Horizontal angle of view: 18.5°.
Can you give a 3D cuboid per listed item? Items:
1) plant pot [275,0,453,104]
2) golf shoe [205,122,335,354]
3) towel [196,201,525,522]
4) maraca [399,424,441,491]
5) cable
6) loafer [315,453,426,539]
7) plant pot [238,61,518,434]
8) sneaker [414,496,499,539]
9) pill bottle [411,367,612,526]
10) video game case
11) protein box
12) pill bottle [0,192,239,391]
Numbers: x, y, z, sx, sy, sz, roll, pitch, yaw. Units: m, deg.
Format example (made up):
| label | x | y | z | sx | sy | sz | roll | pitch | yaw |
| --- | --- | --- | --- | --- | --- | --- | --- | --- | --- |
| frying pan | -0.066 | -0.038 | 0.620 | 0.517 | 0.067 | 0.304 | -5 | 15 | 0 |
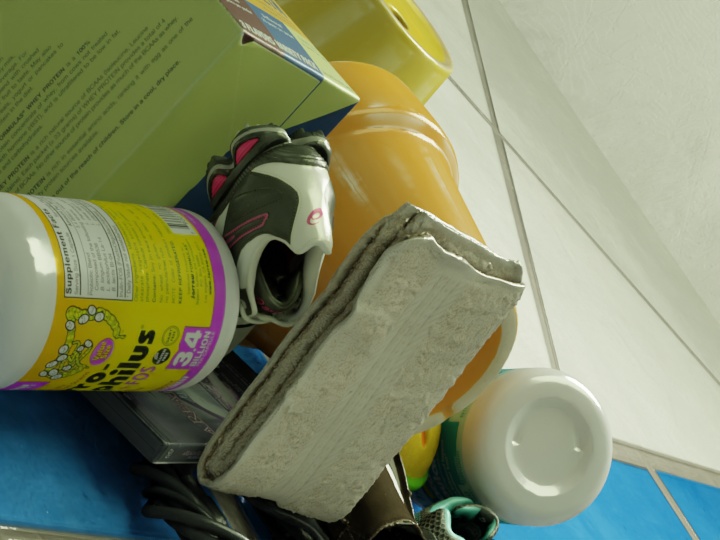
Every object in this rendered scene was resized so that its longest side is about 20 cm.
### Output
| label | x | y | z | sx | sy | sz | roll | pitch | yaw |
| --- | --- | --- | --- | --- | --- | --- | --- | --- | --- |
| plant pot | -0.034 | -0.161 | 1.863 | 0.201 | 0.189 | 0.201 | 47 | 17 | -18 |
| golf shoe | -0.071 | 0.005 | 1.271 | 0.077 | 0.200 | 0.088 | 0 | 52 | -25 |
| towel | 0.005 | 0.058 | 1.273 | 0.034 | 0.200 | 0.132 | 44 | 12 | 37 |
| maraca | -0.006 | 0.079 | 1.550 | 0.137 | 0.107 | 0.200 | 42 | 18 | -32 |
| cable | -0.075 | 0.146 | 1.315 | 0.163 | 0.051 | 0.200 | 32 | 15 | -32 |
| loafer | 0.016 | 0.170 | 1.385 | 0.073 | 0.071 | 0.200 | 20 | 44 | -33 |
| plant pot | 0.000 | 0.000 | 1.402 | 0.200 | 0.200 | 0.183 | 34 | 14 | -51 |
| sneaker | 0.063 | 0.195 | 1.520 | 0.078 | 0.091 | 0.200 | 56 | 15 | 11 |
| pill bottle | 0.090 | 0.127 | 1.605 | 0.111 | 0.111 | 0.200 | 49 | -20 | -12 |
| video game case | -0.114 | 0.065 | 1.336 | 0.143 | 0.019 | 0.200 | 42 | 13 | 23 |
| protein box | -0.151 | -0.114 | 1.332 | 0.200 | 0.199 | 0.135 | 51 | 14 | 30 |
| pill bottle | -0.167 | 0.012 | 1.177 | 0.200 | 0.104 | 0.104 | 3 | 48 | -47 |
